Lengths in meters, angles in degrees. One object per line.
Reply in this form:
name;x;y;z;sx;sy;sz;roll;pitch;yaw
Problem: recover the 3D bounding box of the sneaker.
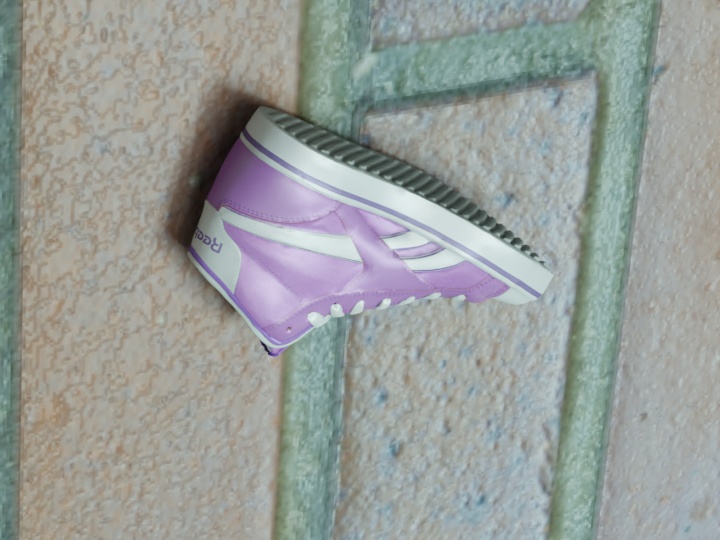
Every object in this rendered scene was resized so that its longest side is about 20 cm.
sneaker;0.000;0.000;1.329;0.200;0.073;0.115;23;103;-29
